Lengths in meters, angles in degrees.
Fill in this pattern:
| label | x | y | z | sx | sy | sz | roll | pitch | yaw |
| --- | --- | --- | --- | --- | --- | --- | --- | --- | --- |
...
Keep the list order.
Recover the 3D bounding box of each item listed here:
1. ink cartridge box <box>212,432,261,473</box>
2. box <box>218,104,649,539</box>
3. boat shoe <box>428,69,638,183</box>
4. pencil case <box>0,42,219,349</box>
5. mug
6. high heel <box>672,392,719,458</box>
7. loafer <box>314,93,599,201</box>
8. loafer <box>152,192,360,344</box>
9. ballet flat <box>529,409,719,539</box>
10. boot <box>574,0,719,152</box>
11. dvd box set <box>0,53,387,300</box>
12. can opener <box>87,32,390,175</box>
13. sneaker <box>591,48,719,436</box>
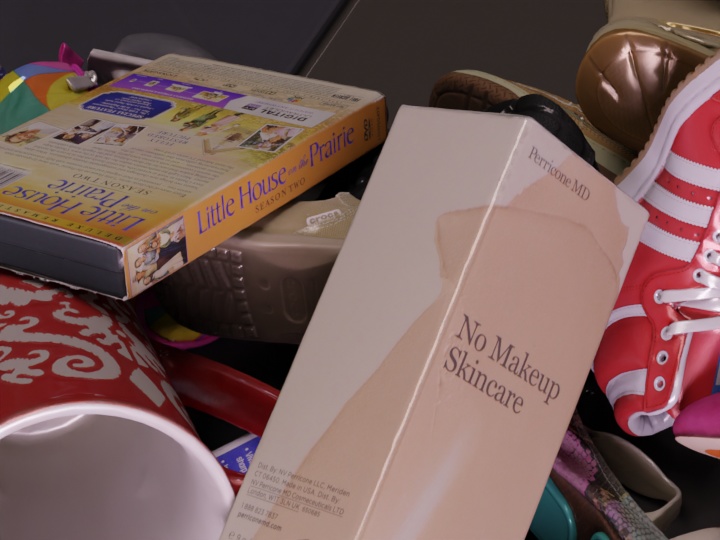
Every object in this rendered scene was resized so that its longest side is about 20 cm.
| label | x | y | z | sx | sy | sz | roll | pitch | yaw |
| --- | --- | --- | --- | --- | --- | --- | --- | --- | --- |
| ink cartridge box | -0.034 | 0.158 | 0.845 | 0.198 | 0.047 | 0.198 | -25 | 45 | -5 |
| box | 0.031 | 0.043 | 0.776 | 0.077 | 0.095 | 0.202 | 11 | 75 | 48 |
| boat shoe | 0.119 | -0.045 | 0.958 | 0.076 | 0.072 | 0.200 | -23 | 48 | -34 |
| pencil case | -0.133 | -0.041 | 1.022 | 0.088 | 0.089 | 0.200 | -36 | 51 | -13 |
| mug | -0.120 | 0.082 | 0.853 | 0.134 | 0.176 | 0.200 | -59 | 26 | 12 |
| high heel | 0.219 | 0.028 | 0.755 | 0.198 | 0.067 | 0.097 | -5 | 71 | 25 |
| loafer | 0.044 | -0.033 | 0.938 | 0.068 | 0.071 | 0.200 | -50 | 21 | -26 |
| loafer | 0.000 | 0.000 | 0.900 | 0.198 | 0.076 | 0.068 | 12 | 38 | 16 |
| ballet flat | 0.114 | 0.116 | 0.820 | 0.071 | 0.070 | 0.200 | -15 | 44 | -20 |
| boot | 0.202 | -0.080 | 0.936 | 0.198 | 0.073 | 0.156 | 25 | 27 | -1 |
| dvd box set | -0.100 | -0.051 | 0.920 | 0.145 | 0.030 | 0.200 | 13 | 31 | 32 |
| can opener | -0.064 | -0.101 | 1.070 | 0.198 | 0.054 | 0.067 | 13 | 57 | 27 |
| sneaker | 0.155 | -0.009 | 0.803 | 0.071 | 0.200 | 0.113 | 0 | 55 | -31 |
